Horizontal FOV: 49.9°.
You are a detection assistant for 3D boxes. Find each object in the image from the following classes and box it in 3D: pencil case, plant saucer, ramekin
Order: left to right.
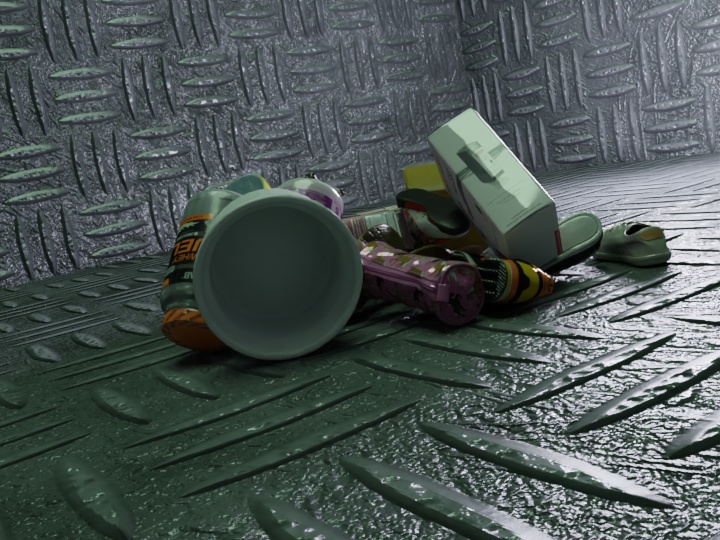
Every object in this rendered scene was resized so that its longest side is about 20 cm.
[{"bbox_3d":[-0.103,-0.003,0.942,0.198,0.203,0.098,-12,20,-9],"label":"ramekin"},{"bbox_3d":[0.072,0.014,1.003,0.086,0.083,0.199,-34,27,-25],"label":"pencil case"},{"bbox_3d":[0.175,-0.090,1.332,0.198,0.201,0.048,-4,31,38],"label":"plant saucer"}]

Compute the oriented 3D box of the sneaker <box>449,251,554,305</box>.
[{"bbox_3d":[0.182,0.016,1.031,0.089,0.071,0.200,8,1,-15],"label":"sneaker"}]

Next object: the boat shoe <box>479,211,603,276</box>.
[{"bbox_3d":[0.260,-0.017,1.133,0.198,0.076,0.060,-19,-31,9],"label":"boat shoe"}]

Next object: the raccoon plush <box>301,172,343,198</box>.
[{"bbox_3d":[-0.116,-0.085,1.312,0.199,0.097,0.134,-39,6,9],"label":"raccoon plush"}]

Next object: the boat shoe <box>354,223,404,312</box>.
[{"bbox_3d":[0.001,0.002,1.144,0.063,0.073,0.201,-38,14,43],"label":"boat shoe"}]

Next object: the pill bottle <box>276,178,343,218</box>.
[{"bbox_3d":[-0.091,-0.026,1.144,0.111,0.202,0.113,7,-30,4],"label":"pill bottle"}]

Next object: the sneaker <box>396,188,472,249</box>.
[{"bbox_3d":[0.125,-0.059,1.254,0.067,0.109,0.201,-21,26,-18],"label":"sneaker"}]

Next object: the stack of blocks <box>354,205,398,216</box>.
[{"bbox_3d":[0.019,-0.054,1.490,0.198,0.117,0.059,-13,8,-11],"label":"stack of blocks"}]

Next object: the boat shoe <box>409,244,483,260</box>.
[{"bbox_3d":[0.118,0.001,1.182,0.062,0.074,0.199,-12,-6,43],"label":"boat shoe"}]

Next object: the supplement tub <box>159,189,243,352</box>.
[{"bbox_3d":[-0.202,0.001,1.063,0.121,0.202,0.123,6,-30,3],"label":"supplement tub"}]

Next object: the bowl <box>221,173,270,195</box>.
[{"bbox_3d":[-0.192,-0.046,1.269,0.199,0.108,0.201,-30,38,26],"label":"bowl"}]

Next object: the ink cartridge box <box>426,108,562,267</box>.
[{"bbox_3d":[0.187,-0.106,1.082,0.084,0.201,0.146,-31,-32,1],"label":"ink cartridge box"}]

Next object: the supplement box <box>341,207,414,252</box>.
[{"bbox_3d":[-0.017,-0.023,1.270,0.198,0.086,0.111,-11,-29,-5],"label":"supplement box"}]

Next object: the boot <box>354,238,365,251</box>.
[{"bbox_3d":[-0.065,-0.039,1.038,0.198,0.076,0.074,3,35,-33],"label":"boot"}]

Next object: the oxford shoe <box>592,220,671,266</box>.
[{"bbox_3d":[0.396,-0.045,1.158,0.074,0.058,0.200,-14,7,-7],"label":"oxford shoe"}]
